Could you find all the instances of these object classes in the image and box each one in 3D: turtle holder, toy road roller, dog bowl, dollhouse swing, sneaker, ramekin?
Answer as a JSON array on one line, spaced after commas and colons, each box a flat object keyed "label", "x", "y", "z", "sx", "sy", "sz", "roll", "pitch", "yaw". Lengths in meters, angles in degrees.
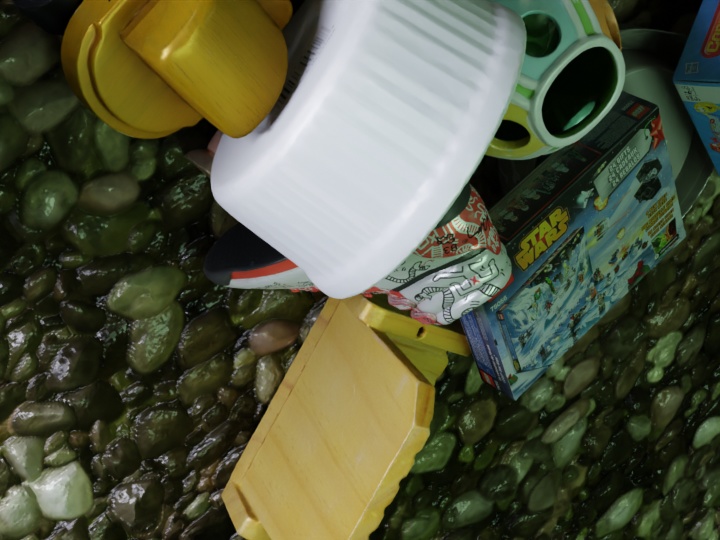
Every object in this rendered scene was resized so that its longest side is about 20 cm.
[{"label": "turtle holder", "x": 0.092, "y": -0.137, "z": 1.123, "sx": 0.185, "sy": 0.132, "sz": 0.141, "roll": -27, "pitch": 132, "yaw": -23}, {"label": "toy road roller", "x": -0.085, "y": -0.163, "z": 0.951, "sx": 0.200, "sy": 0.146, "sz": 0.123, "roll": -48, "pitch": 137, "yaw": -2}, {"label": "dog bowl", "x": 0.191, "y": -0.099, "z": 1.282, "sx": 0.200, "sy": 0.059, "sz": 0.200, "roll": -21, "pitch": 130, "yaw": -27}, {"label": "dollhouse swing", "x": 0.021, "y": 0.135, "z": 1.218, "sx": 0.182, "sy": 0.176, "sz": 0.200, "roll": 19, "pitch": 104, "yaw": -44}, {"label": "sneaker", "x": 0.000, "y": 0.001, "z": 1.108, "sx": 0.201, "sy": 0.067, "sz": 0.108, "roll": -18, "pitch": 127, "yaw": 27}, {"label": "ramekin", "x": -0.002, "y": -0.093, "z": 0.971, "sx": 0.098, "sy": 0.200, "sz": 0.201, "roll": 32, "pitch": 97, "yaw": -18}]

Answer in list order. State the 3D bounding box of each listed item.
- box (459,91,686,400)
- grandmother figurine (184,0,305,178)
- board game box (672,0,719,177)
[{"label": "box", "x": 0.152, "y": -0.018, "z": 1.218, "sx": 0.200, "sy": 0.040, "sz": 0.137, "roll": -41, "pitch": 136, "yaw": -20}, {"label": "grandmother figurine", "x": -0.029, "y": -0.133, "z": 1.084, "sx": 0.200, "sy": 0.061, "sz": 0.121, "roll": -50, "pitch": 128, "yaw": -4}, {"label": "board game box", "x": 0.326, "y": -0.164, "z": 1.292, "sx": 0.196, "sy": 0.056, "sz": 0.200, "roll": 51, "pitch": 55, "yaw": -46}]
